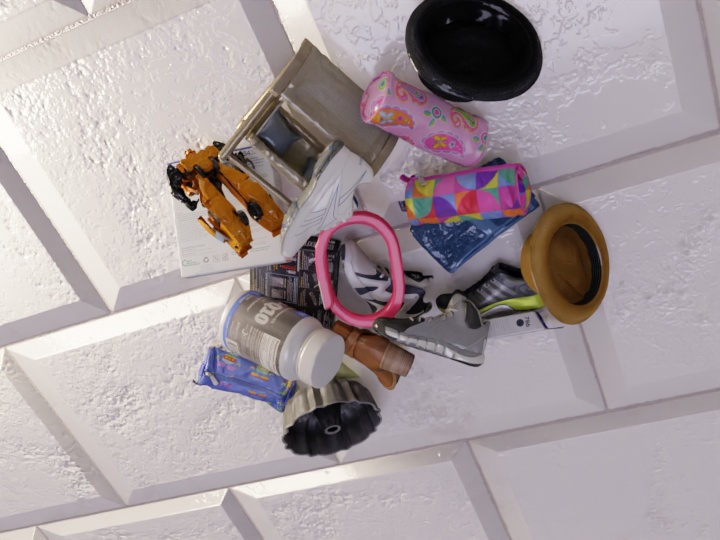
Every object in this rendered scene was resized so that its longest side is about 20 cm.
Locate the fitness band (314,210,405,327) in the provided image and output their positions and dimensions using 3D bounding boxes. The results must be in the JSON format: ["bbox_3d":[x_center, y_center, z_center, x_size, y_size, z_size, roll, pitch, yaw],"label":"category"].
[{"bbox_3d":[0.000,0.000,1.259,0.142,0.037,0.202,-8,108,3],"label":"fitness band"}]

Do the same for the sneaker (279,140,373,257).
[{"bbox_3d":[-0.055,-0.091,1.119,0.087,0.075,0.200,28,118,-19],"label":"sneaker"}]

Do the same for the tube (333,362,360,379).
[{"bbox_3d":[-0.075,0.173,1.427,0.058,0.052,0.200,28,167,36],"label":"tube"}]

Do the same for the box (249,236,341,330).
[{"bbox_3d":[-0.120,0.031,1.373,0.156,0.050,0.201,8,123,5],"label":"box"}]

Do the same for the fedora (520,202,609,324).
[{"bbox_3d":[0.321,-0.010,1.233,0.082,0.201,0.201,-1,132,55],"label":"fedora"}]

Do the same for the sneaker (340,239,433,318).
[{"bbox_3d":[0.056,0.012,1.319,0.129,0.080,0.200,-25,107,13],"label":"sneaker"}]

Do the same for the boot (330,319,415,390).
[{"bbox_3d":[0.009,0.151,1.375,0.154,0.200,0.077,25,80,1],"label":"boot"}]

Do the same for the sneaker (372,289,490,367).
[{"bbox_3d":[0.124,0.080,1.263,0.198,0.075,0.116,19,86,-10],"label":"sneaker"}]

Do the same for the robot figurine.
[{"bbox_3d":[-0.219,-0.120,1.217,0.200,0.145,0.058,46,148,16],"label":"robot figurine"}]

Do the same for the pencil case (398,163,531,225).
[{"bbox_3d":[0.160,-0.117,1.168,0.198,0.089,0.089,-3,122,24],"label":"pencil case"}]

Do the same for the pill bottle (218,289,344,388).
[{"bbox_3d":[-0.133,0.117,1.290,0.199,0.114,0.115,22,127,27],"label":"pill bottle"}]

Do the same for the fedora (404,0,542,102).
[{"bbox_3d":[0.153,-0.301,1.079,0.199,0.202,0.092,20,158,-4],"label":"fedora"}]

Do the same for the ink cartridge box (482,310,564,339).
[{"bbox_3d":[0.252,0.099,1.324,0.198,0.099,0.040,-10,83,15],"label":"ink cartridge box"}]

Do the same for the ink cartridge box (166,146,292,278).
[{"bbox_3d":[-0.224,-0.099,1.292,0.195,0.043,0.202,-8,89,15],"label":"ink cartridge box"}]

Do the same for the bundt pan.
[{"bbox_3d":[-0.063,0.277,1.470,0.200,0.076,0.203,-12,141,-10],"label":"bundt pan"}]

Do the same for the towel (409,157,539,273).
[{"bbox_3d":[0.183,-0.089,1.247,0.112,0.049,0.200,43,119,-16],"label":"towel"}]

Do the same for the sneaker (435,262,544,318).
[{"bbox_3d":[0.226,0.029,1.309,0.198,0.074,0.082,-12,113,8],"label":"sneaker"}]

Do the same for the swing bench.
[{"bbox_3d":[-0.073,-0.204,1.163,0.198,0.130,0.200,37,120,-17],"label":"swing bench"}]

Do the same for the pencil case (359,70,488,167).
[{"bbox_3d":[0.099,-0.224,1.129,0.199,0.088,0.088,19,125,-25],"label":"pencil case"}]

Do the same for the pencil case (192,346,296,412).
[{"bbox_3d":[-0.224,0.214,1.485,0.198,0.087,0.079,19,102,-4],"label":"pencil case"}]
